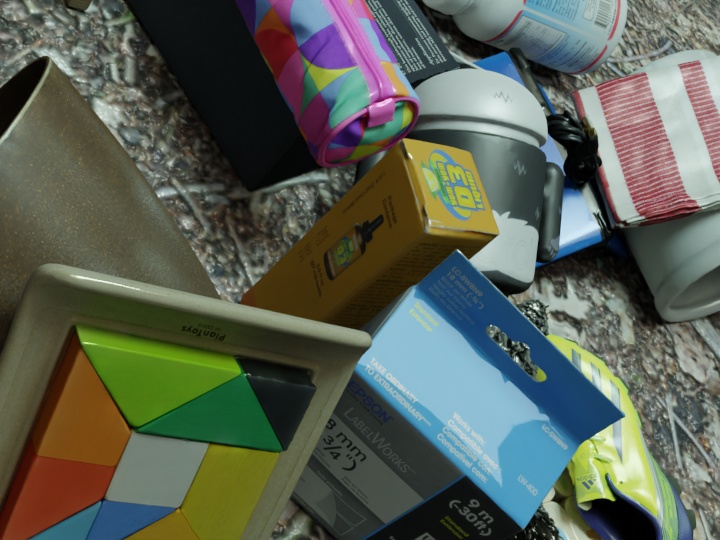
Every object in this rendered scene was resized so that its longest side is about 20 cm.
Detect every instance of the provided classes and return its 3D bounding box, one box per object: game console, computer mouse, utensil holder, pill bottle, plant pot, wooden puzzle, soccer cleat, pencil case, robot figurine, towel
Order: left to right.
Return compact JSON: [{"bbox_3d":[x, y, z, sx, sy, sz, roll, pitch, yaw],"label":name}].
[{"bbox_3d":[-0.161,0.021,0.631,0.200,0.186,0.188,44,41,-25],"label":"plant pot"},{"bbox_3d":[-0.107,0.097,0.586,0.183,0.202,0.037,14,28,-31],"label":"wooden puzzle"},{"bbox_3d":[-0.035,-0.170,0.766,0.088,0.088,0.202,-15,72,-44],"label":"pencil case"},{"bbox_3d":[0.078,-0.051,0.870,0.150,0.123,0.203,17,79,-63],"label":"robot figurine"},{"bbox_3d":[0.111,-0.136,0.965,0.198,0.044,0.110,29,-2,19],"label":"computer mouse"},{"bbox_3d":[0.159,-0.270,1.123,0.198,0.109,0.110,13,53,-32],"label":"pill bottle"},{"bbox_3d":[0.150,-0.088,1.054,0.169,0.119,0.202,-20,72,-12],"label":"game console"},{"bbox_3d":[0.180,0.138,0.865,0.083,0.065,0.202,-19,72,-43],"label":"soccer cleat"},{"bbox_3d":[0.315,-0.079,1.076,0.168,0.170,0.202,-4,60,-40],"label":"utensil holder"},{"bbox_3d":[0.298,-0.121,0.994,0.197,0.023,0.146,-13,65,1],"label":"towel"}]

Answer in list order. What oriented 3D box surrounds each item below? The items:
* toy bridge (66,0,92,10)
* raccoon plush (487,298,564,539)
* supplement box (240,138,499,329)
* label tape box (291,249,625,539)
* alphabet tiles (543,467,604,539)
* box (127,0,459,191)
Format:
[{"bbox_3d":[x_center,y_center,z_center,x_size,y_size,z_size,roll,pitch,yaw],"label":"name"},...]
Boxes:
[{"bbox_3d":[-0.264,-0.230,0.783,0.198,0.067,0.028,6,57,-36],"label":"toy bridge"},{"bbox_3d":[0.116,0.109,0.778,0.096,0.135,0.200,-31,70,-31],"label":"raccoon plush"},{"bbox_3d":[0.000,0.000,0.737,0.068,0.200,0.067,4,58,-36],"label":"supplement box"},{"bbox_3d":[0.038,0.101,0.697,0.144,0.200,0.063,43,44,-5],"label":"label tape box"},{"bbox_3d":[0.164,0.175,0.882,0.198,0.015,0.198,-3,63,-41],"label":"alphabet tiles"},{"bbox_3d":[-0.055,-0.191,0.897,0.181,0.104,0.201,-24,77,-45],"label":"box"}]
